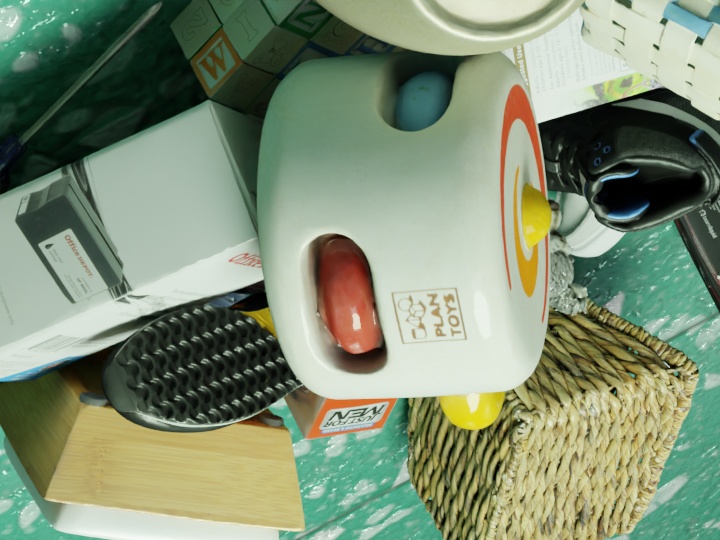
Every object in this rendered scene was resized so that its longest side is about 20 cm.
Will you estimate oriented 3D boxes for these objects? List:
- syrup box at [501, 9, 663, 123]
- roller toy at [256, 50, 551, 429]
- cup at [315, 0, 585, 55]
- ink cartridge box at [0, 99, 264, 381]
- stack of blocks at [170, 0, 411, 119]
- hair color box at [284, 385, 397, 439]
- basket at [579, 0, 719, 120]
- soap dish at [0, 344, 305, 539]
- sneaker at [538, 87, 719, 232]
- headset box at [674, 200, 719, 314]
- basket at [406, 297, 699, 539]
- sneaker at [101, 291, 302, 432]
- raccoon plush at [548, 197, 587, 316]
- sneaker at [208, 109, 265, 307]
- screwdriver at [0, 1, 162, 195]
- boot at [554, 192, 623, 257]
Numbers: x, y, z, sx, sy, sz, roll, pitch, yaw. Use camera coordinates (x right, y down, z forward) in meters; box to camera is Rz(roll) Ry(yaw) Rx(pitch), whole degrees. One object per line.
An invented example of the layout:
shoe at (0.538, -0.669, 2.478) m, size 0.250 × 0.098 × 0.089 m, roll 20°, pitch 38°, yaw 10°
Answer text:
syrup box at (0.152, -0.151, 1.421) m, size 0.199 × 0.079 × 0.082 m, roll -18°, pitch 110°, yaw -19°
roller toy at (0.033, -0.023, 1.281) m, size 0.139 × 0.201 × 0.182 m, roll -3°, pitch 167°, yaw 15°
cup at (0.053, -0.185, 1.187) m, size 0.199 × 0.143 × 0.201 m, roll -5°, pitch 119°, yaw -10°
ink cartridge box at (-0.135, -0.012, 1.335) m, size 0.199 × 0.084 × 0.145 m, roll -23°, pitch 173°, yaw 11°
stack of blocks at (0.006, -0.167, 1.328) m, size 0.200 × 0.059 × 0.115 m, roll -44°, pitch 145°, yaw 21°
hair color box at (0.000, 0.000, 1.510) m, size 0.064 × 0.111 × 0.200 m, roll -7°, pitch 141°, yaw -30°
basket at (0.224, -0.185, 1.311) m, size 0.200 × 0.176 × 0.139 m, roll -56°, pitch 166°, yaw -16°
soap dish at (-0.130, 0.101, 1.458) m, size 0.157 × 0.200 × 0.082 m, roll 9°, pitch 100°, yaw -20°
sneaker at (0.122, -0.070, 1.442) m, size 0.199 × 0.112 × 0.073 m, roll -1°, pitch 118°, yaw 17°
headset box at (0.256, -0.034, 1.629) m, size 0.075 × 0.149 × 0.200 m, roll -26°, pitch 149°, yaw 5°
basket at (0.128, 0.100, 1.722) m, size 0.149 × 0.143 × 0.200 m, roll -15°, pitch 142°, yaw -23°
sneaker at (-0.078, 0.055, 1.390) m, size 0.200 × 0.070 × 0.090 m, roll -20°, pitch 174°, yaw -42°
raccoon plush at (0.072, 0.015, 1.565) m, size 0.096 × 0.134 × 0.200 m, roll -12°, pitch 144°, yaw -28°
sneaker at (-0.081, -0.005, 1.464) m, size 0.070 × 0.082 × 0.200 m, roll -9°, pitch 143°, yaw -30°
screwdriver at (-0.178, -0.084, 1.335) m, size 0.200 × 0.029 × 0.028 m, roll -47°, pitch 144°, yaw 19°
boot at (0.145, -0.091, 1.552) m, size 0.095 × 0.074 × 0.200 m, roll 2°, pitch 132°, yaw -27°
